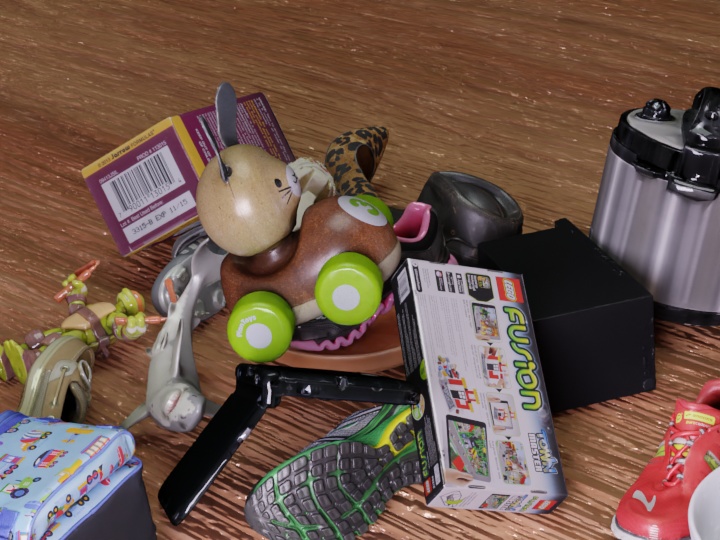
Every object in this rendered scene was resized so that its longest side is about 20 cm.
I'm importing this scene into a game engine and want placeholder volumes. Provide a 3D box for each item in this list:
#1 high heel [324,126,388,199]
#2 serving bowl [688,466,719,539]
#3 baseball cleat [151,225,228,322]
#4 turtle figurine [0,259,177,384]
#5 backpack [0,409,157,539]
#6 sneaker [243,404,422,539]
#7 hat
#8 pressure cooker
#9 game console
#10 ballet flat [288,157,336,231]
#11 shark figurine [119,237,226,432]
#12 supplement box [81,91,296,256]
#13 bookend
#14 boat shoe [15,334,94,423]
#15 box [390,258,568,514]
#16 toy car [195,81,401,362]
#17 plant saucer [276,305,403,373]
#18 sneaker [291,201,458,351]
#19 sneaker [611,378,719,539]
[{"bbox_3d":[0.018,-0.092,1.854,0.141,0.072,0.200,9,41,35],"label":"high heel"},{"bbox_3d":[0.327,0.199,1.189,0.197,0.067,0.201,-3,24,1],"label":"serving bowl"},{"bbox_3d":[-0.164,0.003,1.710,0.105,0.071,0.200,-4,16,34],"label":"baseball cleat"},{"bbox_3d":[-0.264,0.053,1.597,0.160,0.065,0.199,-26,28,-29],"label":"turtle figurine"},{"bbox_3d":[-0.268,0.187,1.229,0.198,0.136,0.182,7,25,28],"label":"backpack"},{"bbox_3d":[-0.008,0.158,1.340,0.199,0.079,0.085,-21,11,-32],"label":"sneaker"},{"bbox_3d":[0.101,-0.049,1.696,0.198,0.082,0.201,10,23,-4],"label":"hat"},{"bbox_3d":[0.304,-0.068,1.580,0.177,0.202,0.176,-2,23,-31],"label":"pressure cooker"},{"bbox_3d":[-0.059,0.132,1.304,0.174,0.118,0.200,5,-2,-10],"label":"game console"},{"bbox_3d":[-0.058,-0.063,1.729,0.075,0.064,0.201,33,38,-9],"label":"ballet flat"},{"bbox_3d":[-0.142,0.081,1.491,0.089,0.128,0.216,29,41,-22],"label":"shark figurine"},{"bbox_3d":[-0.173,-0.102,1.779,0.130,0.104,0.200,-27,1,29],"label":"supplement box"},{"bbox_3d":[0.132,0.045,1.521,0.198,0.093,0.199,-12,24,-13],"label":"bookend"},{"bbox_3d":[-0.255,0.126,1.434,0.062,0.074,0.201,7,29,8],"label":"boat shoe"},{"bbox_3d":[0.091,0.089,1.338,0.109,0.035,0.202,8,54,-24],"label":"box"},{"bbox_3d":[-0.071,-0.057,1.413,0.156,0.201,0.165,-23,18,14],"label":"toy car"},{"bbox_3d":[-0.008,0.047,1.610,0.198,0.033,0.201,-4,24,2],"label":"plant saucer"},{"bbox_3d":[0.000,0.000,1.553,0.199,0.096,0.079,-28,35,-28],"label":"sneaker"},{"bbox_3d":[0.245,0.142,1.301,0.076,0.086,0.200,9,28,28],"label":"sneaker"}]
